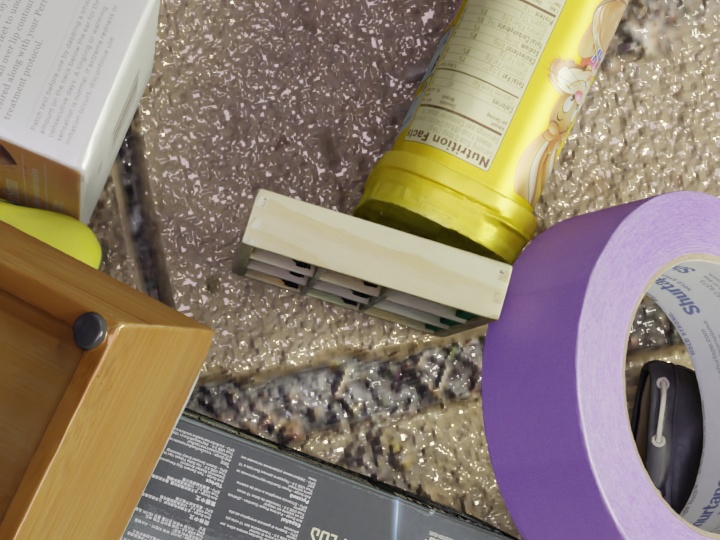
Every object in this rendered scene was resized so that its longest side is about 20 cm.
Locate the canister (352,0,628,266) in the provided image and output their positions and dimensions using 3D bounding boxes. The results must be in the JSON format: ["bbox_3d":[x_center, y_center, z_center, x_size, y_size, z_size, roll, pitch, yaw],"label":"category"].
[{"bbox_3d":[0.078,-0.104,1.008,0.086,0.149,0.201,25,84,-3],"label":"canister"}]

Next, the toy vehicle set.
[{"bbox_3d":[0.000,0.000,0.969,0.123,0.200,0.027,17,84,-3],"label":"toy vehicle set"}]

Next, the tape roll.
[{"bbox_3d":[0.151,0.065,0.942,0.199,0.065,0.202,11,73,-39],"label":"tape roll"}]

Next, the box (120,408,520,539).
[{"bbox_3d":[-0.031,0.139,0.977,0.198,0.164,0.087,21,85,-4],"label":"box"}]

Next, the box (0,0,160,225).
[{"bbox_3d":[-0.213,-0.115,0.973,0.198,0.152,0.107,22,77,-3],"label":"box"}]

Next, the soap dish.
[{"bbox_3d":[-0.185,0.056,0.883,0.199,0.081,0.158,25,86,24],"label":"soap dish"}]

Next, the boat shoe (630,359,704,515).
[{"bbox_3d":[0.156,0.148,1.039,0.060,0.074,0.202,17,83,-4],"label":"boat shoe"}]

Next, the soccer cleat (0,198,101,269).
[{"bbox_3d":[-0.230,-0.027,0.980,0.198,0.084,0.065,12,53,15],"label":"soccer cleat"}]
